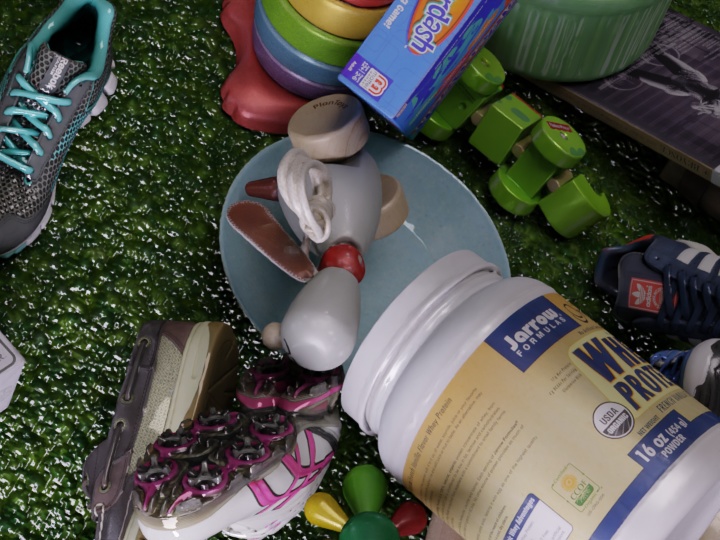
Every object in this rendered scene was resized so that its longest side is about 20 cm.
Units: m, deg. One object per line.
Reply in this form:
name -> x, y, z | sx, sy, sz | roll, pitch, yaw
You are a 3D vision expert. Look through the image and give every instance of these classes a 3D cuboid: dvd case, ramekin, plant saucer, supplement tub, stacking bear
dvd case -> 0.239, -0.135, 1.269 | 0.200, 0.016, 0.149 | 34, 49, 32
ramekin -> 0.143, -0.232, 1.267 | 0.199, 0.098, 0.200 | 6, 50, -7
plant saucer -> 0.000, 0.000, 1.119 | 0.200, 0.039, 0.202 | 11, 56, -16
supplement tub -> 0.101, 0.094, 0.976 | 0.200, 0.145, 0.144 | 39, 52, 21
stacking bear -> -0.013, -0.193, 1.134 | 0.113, 0.200, 0.122 | 8, 57, -17

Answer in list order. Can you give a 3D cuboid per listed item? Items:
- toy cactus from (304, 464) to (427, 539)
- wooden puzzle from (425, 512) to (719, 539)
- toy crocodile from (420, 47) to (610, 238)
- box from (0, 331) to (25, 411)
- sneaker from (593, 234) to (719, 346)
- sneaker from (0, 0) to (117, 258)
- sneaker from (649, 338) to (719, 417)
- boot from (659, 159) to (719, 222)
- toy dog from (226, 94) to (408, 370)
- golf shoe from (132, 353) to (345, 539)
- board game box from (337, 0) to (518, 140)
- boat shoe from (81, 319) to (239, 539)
toy cactus -> -0.005, 0.196, 0.926 | 0.102, 0.165, 0.200 | 44, 56, -16
wooden puzzle -> 0.125, 0.191, 1.016 | 0.184, 0.037, 0.200 | 15, 60, 5
toy crocodile -> 0.098, -0.103, 1.208 | 0.200, 0.068, 0.062 | 44, 33, 6
box -> -0.300, 0.021, 0.970 | 0.200, 0.060, 0.117 | 46, 54, 9
sneaker -> 0.216, 0.021, 1.118 | 0.084, 0.200, 0.075 | 6, 96, -18
sneaker -> -0.205, -0.099, 1.065 | 0.077, 0.091, 0.200 | 23, 54, -7
sneaker -> 0.208, 0.085, 1.071 | 0.077, 0.200, 0.076 | 21, 78, 18
boot -> 0.288, -0.044, 1.255 | 0.146, 0.070, 0.200 | 27, 52, 3
toy dog -> -0.038, -0.021, 1.030 | 0.200, 0.096, 0.132 | -54, 129, -65
golf shoe -> -0.059, 0.117, 0.953 | 0.072, 0.092, 0.200 | 6, 18, 23
board game box -> 0.056, -0.159, 1.073 | 0.045, 0.200, 0.152 | 37, 94, 3
boat shoe -> -0.125, 0.120, 0.980 | 0.066, 0.072, 0.201 | 8, 66, 21
